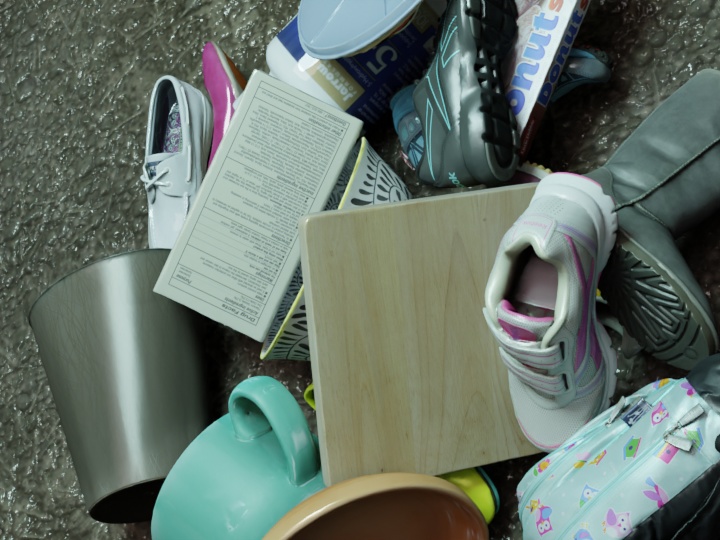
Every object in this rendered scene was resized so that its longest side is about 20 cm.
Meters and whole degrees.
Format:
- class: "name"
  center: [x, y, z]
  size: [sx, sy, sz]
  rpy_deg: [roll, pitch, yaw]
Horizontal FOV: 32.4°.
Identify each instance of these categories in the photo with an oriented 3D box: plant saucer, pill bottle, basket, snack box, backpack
- class: "plant saucer"
  center: [-0.002, 0.218, 0.902]
  size: [0.200, 0.200, 0.038]
  rpy_deg: [-42, 42, 9]
- class: "pill bottle"
  center: [-0.015, -0.188, 1.116]
  size: [0.200, 0.120, 0.120]
  rpy_deg: [-45, 56, 7]
- class: "basket"
  center: [-0.201, 0.109, 1.100]
  size: [0.180, 0.136, 0.201]
  rpy_deg: [-30, 62, 25]
- class: "snack box"
  center: [0.134, -0.187, 0.990]
  size: [0.072, 0.024, 0.201]
  rpy_deg: [24, 94, 35]
- class: "backpack"
  center: [0.207, 0.157, 0.842]
  size: [0.200, 0.167, 0.127]
  rpy_deg: [-40, 39, 14]

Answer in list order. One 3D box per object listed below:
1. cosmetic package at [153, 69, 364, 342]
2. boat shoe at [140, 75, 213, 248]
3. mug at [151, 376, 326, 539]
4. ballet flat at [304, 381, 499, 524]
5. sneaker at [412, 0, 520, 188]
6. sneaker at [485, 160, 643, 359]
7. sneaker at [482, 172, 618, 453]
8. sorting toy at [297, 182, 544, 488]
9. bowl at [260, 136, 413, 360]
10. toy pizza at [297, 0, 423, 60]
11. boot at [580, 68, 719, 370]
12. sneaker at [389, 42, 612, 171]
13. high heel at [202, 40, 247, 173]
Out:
- class: "cosmetic package"
  center: [-0.084, -0.055, 1.037]
  size: [0.103, 0.073, 0.201]
  rpy_deg: [26, 95, -4]
- class: "boat shoe"
  center: [-0.183, -0.096, 1.206]
  size: [0.072, 0.068, 0.202]
  rpy_deg: [-4, 69, 28]
- class: "mug"
  center: [-0.074, 0.190, 0.959]
  size: [0.114, 0.185, 0.152]
  rpy_deg: [32, 71, 32]
- class: "ballet flat"
  center: [0.024, 0.143, 0.988]
  size: [0.200, 0.067, 0.067]
  rpy_deg: [42, 138, 38]
- class: "sneaker"
  center: [0.074, -0.160, 0.965]
  size: [0.079, 0.075, 0.202]
  rpy_deg: [-10, 71, 38]
- class: "sneaker"
  center: [0.159, -0.012, 0.973]
  size: [0.200, 0.075, 0.090]
  rpy_deg: [35, 84, 36]
- class: "sneaker"
  center: [0.122, 0.039, 0.845]
  size: [0.081, 0.088, 0.202]
  rpy_deg: [11, 116, 36]
- class: "sorting toy"
  center: [0.050, 0.044, 0.924]
  size: [0.070, 0.197, 0.202]
  rpy_deg: [-160, 63, -68]
- class: "bowl"
  center: [0.000, 0.000, 1.024]
  size: [0.094, 0.201, 0.202]
  rpy_deg: [24, 82, -6]
- class: "toy pizza"
  center: [0.026, -0.248, 1.000]
  size: [0.200, 0.032, 0.201]
  rpy_deg: [-33, 37, 29]
- class: "boot"
  center: [0.247, -0.044, 0.902]
  size: [0.199, 0.073, 0.182]
  rpy_deg: [-28, 72, -30]
- class: "sneaker"
  center: [0.124, -0.130, 1.054]
  size: [0.199, 0.079, 0.096]
  rpy_deg: [-14, 81, 29]
- class: "high heel"
  center: [-0.140, -0.127, 1.200]
  size: [0.095, 0.067, 0.201]
  rpy_deg: [-28, 69, 12]
